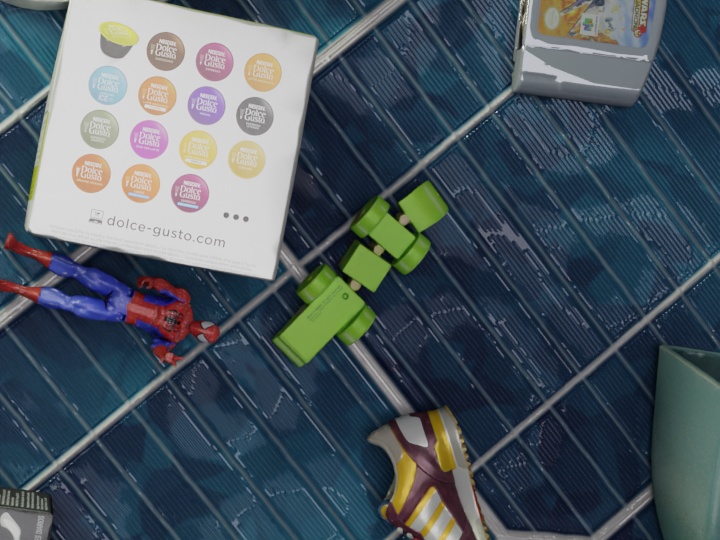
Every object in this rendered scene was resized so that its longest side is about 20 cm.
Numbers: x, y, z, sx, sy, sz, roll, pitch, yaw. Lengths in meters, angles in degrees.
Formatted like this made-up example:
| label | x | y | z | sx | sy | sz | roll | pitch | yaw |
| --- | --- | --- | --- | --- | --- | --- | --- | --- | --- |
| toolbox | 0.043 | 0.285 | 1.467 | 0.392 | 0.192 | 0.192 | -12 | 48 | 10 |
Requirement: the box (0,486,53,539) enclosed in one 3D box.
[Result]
| label | x | y | z | sx | sy | sz | roll | pitch | yaw |
| --- | --- | --- | --- | --- | --- | --- | --- | --- | --- |
| box | -0.362 | 0.239 | 1.491 | 0.198 | 0.106 | 0.123 | 8 | 90 | -10 |

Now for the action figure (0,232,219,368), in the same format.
| label | x | y | z | sx | sy | sz | roll | pitch | yaw |
| --- | --- | --- | --- | --- | --- | --- | --- | --- | --- |
| action figure | -0.211 | 0.028 | 1.519 | 0.198 | 0.099 | 0.066 | 18 | 90 | -13 |

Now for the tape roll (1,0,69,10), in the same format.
| label | x | y | z | sx | sy | sz | roll | pitch | yaw |
| --- | --- | --- | --- | --- | --- | --- | --- | --- | --- |
| tape roll | -0.266 | -0.324 | 1.507 | 0.200 | 0.071 | 0.204 | 0 | 92 | -10 |

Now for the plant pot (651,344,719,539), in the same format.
| label | x | y | z | sx | sy | sz | roll | pitch | yaw |
| --- | --- | --- | --- | --- | --- | --- | --- | --- | --- |
| plant pot | 0.363 | 0.195 | 1.586 | 0.194 | 0.196 | 0.202 | 9 | 99 | -11 |

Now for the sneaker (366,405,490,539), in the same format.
| label | x | y | z | sx | sy | sz | roll | pitch | yaw |
| --- | --- | --- | --- | --- | --- | --- | --- | --- | --- |
| sneaker | 0.065 | 0.226 | 1.592 | 0.089 | 0.075 | 0.202 | -15 | 88 | -1 |

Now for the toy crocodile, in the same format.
| label | x | y | z | sx | sy | sz | roll | pitch | yaw |
| --- | --- | --- | --- | --- | --- | --- | --- | --- | --- |
| toy crocodile | 0.000 | 0.000 | 1.578 | 0.067 | 0.062 | 0.200 | 39 | 90 | -10 |

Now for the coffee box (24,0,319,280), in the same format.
| label | x | y | z | sx | sy | sz | roll | pitch | yaw |
| --- | --- | --- | --- | --- | --- | --- | --- | --- | --- |
| coffee box | -0.160 | -0.109 | 1.468 | 0.198 | 0.200 | 0.200 | 11 | 89 | -11 |

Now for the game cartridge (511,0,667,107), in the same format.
| label | x | y | z | sx | sy | sz | roll | pitch | yaw |
| --- | --- | --- | --- | --- | --- | --- | --- | --- | --- |
| game cartridge | 0.211 | -0.253 | 1.615 | 0.132 | 0.042 | 0.202 | 6 | 91 | -6 |
